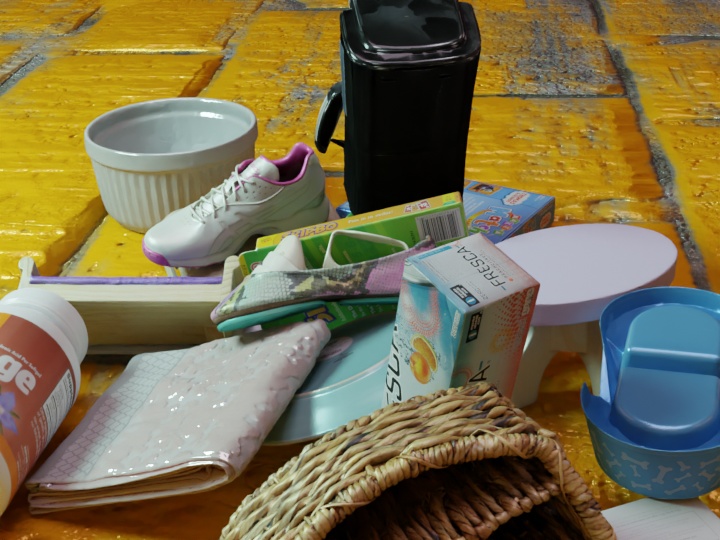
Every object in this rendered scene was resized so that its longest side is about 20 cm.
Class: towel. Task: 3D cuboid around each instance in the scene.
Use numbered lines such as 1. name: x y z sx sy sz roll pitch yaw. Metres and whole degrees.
1. towel: -0.135 0.106 0.827 0.189 0.033 0.200 -12 22 24

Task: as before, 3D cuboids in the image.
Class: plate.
1. plate: -0.011 0.075 0.866 0.198 0.026 0.200 -23 15 7

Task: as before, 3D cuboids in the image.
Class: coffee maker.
1. coffee maker: 0.050 -0.134 0.965 0.134 0.201 0.193 -24 54 -18

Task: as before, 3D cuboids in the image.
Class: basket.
1. basket: 0.037 0.168 0.585 0.198 0.144 0.149 -27 31 -9

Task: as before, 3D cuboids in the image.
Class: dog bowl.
1. dog bowl: 0.216 0.082 0.752 0.110 0.050 0.200 4 31 19

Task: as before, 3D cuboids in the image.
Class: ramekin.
1. ramekin: -0.215 -0.121 1.264 0.197 0.106 0.201 -2 27 1

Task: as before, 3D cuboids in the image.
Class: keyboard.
1. keyboard: -0.185 0.054 1.003 0.197 0.011 0.057 0 55 4

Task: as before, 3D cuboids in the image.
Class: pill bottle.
1. pill bottle: -0.282 0.097 0.823 0.111 0.113 0.201 2 28 8

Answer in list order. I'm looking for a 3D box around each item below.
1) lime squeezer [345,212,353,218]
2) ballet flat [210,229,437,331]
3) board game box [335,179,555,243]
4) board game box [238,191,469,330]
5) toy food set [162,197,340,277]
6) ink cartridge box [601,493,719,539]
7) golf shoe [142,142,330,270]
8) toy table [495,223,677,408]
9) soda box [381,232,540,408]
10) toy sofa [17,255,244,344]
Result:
1. lime squeezer: 0.006 -0.032 1.084 0.198 0.071 0.038 2 -23 -35
2. ballet flat: -0.028 0.004 0.896 0.197 0.072 0.069 -7 -6 -6
3. board game box: 0.095 -0.062 1.201 0.198 0.037 0.151 14 30 30
4. board game box: 0.000 0.000 0.942 0.197 0.096 0.030 -14 28 4
5. toy food set: -0.098 -0.013 1.109 0.198 0.061 0.144 -12 40 -17
6. ink cartridge box: 0.200 0.216 0.621 0.103 0.060 0.200 -11 28 -17
7. golf shoe: -0.122 -0.067 1.055 0.198 0.092 0.075 -22 45 -25
8. toy table: 0.172 0.043 0.902 0.198 0.118 0.184 -10 28 -18
9. soda box: 0.060 0.079 0.740 0.068 0.202 0.064 -19 43 -32
10. toy sofa: -0.200 0.025 0.964 0.197 0.083 0.098 0 52 3
